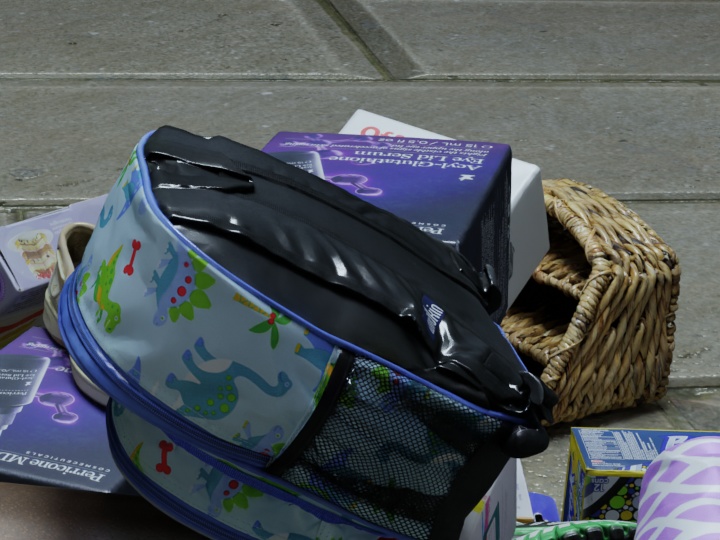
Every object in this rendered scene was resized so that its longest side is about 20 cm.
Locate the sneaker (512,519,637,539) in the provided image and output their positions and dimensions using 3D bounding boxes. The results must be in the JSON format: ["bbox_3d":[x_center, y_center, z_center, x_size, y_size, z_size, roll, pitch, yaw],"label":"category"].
[{"bbox_3d":[0.086,0.164,1.163,0.198,0.079,0.085,1,19,-6],"label":"sneaker"}]

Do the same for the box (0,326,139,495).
[{"bbox_3d":[-0.170,0.123,1.195,0.147,0.105,0.200,10,20,15],"label":"box"}]

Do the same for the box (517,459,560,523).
[{"bbox_3d":[0.026,0.140,1.278,0.198,0.042,0.119,0,20,-2],"label":"box"}]

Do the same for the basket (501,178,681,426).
[{"bbox_3d":[0.113,0.013,1.490,0.148,0.144,0.200,-9,23,-34],"label":"basket"}]

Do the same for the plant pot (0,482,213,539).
[{"bbox_3d":[-0.168,0.176,0.929,0.197,0.202,0.200,2,19,-20],"label":"plant pot"}]

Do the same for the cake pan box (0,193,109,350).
[{"bbox_3d":[-0.215,0.016,1.405,0.184,0.053,0.200,-37,-10,38],"label":"cake pan box"}]

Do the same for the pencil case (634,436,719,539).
[{"bbox_3d":[0.179,0.176,1.055,0.085,0.084,0.201,32,40,-14],"label":"pencil case"}]

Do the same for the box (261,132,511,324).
[{"bbox_3d":[0.000,0.000,1.152,0.147,0.105,0.200,3,19,10],"label":"box"}]

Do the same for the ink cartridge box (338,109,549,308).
[{"bbox_3d":[0.014,0.003,1.338,0.144,0.084,0.200,19,53,25],"label":"ink cartridge box"}]

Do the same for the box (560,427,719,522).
[{"bbox_3d":[0.227,0.141,1.261,0.198,0.071,0.064,2,22,-4],"label":"box"}]

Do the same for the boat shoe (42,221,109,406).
[{"bbox_3d":[-0.138,0.027,1.214,0.072,0.065,0.200,-5,22,-25],"label":"boat shoe"}]

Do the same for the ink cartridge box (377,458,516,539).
[{"bbox_3d":[0.006,0.141,1.037,0.115,0.068,0.200,5,22,14],"label":"ink cartridge box"}]

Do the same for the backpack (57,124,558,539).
[{"bbox_3d":[-0.040,0.040,0.942,0.199,0.147,0.183,29,15,-18],"label":"backpack"}]
